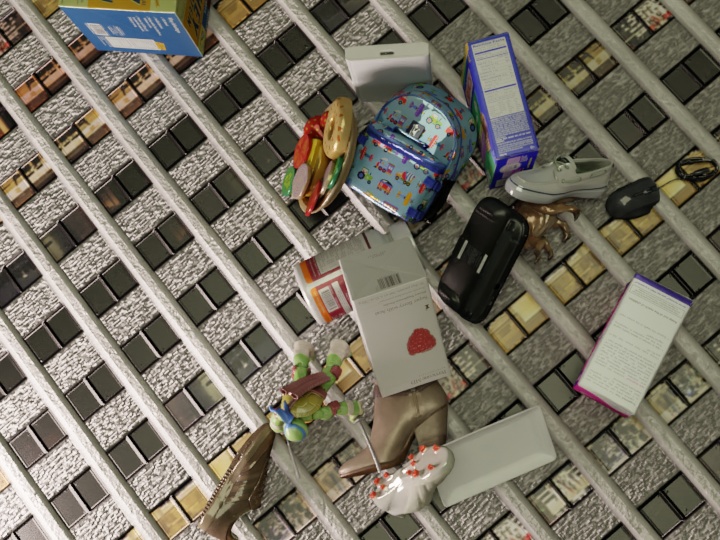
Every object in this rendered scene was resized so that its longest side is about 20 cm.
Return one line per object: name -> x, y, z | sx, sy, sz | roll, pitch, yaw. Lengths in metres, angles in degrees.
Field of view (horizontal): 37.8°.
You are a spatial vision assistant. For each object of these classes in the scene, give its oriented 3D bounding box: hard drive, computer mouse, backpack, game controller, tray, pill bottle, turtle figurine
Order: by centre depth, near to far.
tray -> 0.206, 0.291, 1.670 | 0.199, 0.022, 0.108 | -23, 110, -3
turtle figurine -> -0.069, 0.219, 1.688 | 0.200, 0.144, 0.195 | 36, 44, -25
game controller -> 0.194, -0.016, 1.694 | 0.104, 0.042, 0.201 | 43, 119, 36
backpack -> 0.086, -0.198, 1.709 | 0.182, 0.134, 0.201 | 36, 107, 11
pill bottle -> 0.000, 0.000, 1.721 | 0.199, 0.110, 0.110 | -25, 78, 1
hard drive -> 0.051, -0.323, 1.726 | 0.131, 0.200, 0.027 | -2, 80, 6
computer mouse -> 0.497, -0.139, 1.732 | 0.199, 0.034, 0.059 | -26, 78, 1

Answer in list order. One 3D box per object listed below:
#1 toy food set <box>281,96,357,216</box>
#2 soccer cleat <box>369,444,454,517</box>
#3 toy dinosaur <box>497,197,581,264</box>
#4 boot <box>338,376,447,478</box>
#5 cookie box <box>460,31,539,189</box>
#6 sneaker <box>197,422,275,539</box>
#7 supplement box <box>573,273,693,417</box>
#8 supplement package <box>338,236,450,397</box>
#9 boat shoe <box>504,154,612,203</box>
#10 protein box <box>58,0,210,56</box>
toy food set -> -0.064, -0.186, 1.727 | 0.048, 0.200, 0.200 | 16, 91, -25
soccer cleat -> 0.093, 0.328, 1.630 | 0.077, 0.200, 0.070 | 35, 47, -14
toy dinosaur -> 0.275, -0.087, 1.725 | 0.135, 0.086, 0.200 | 41, 81, 18
boot -> 0.047, 0.241, 1.698 | 0.198, 0.070, 0.147 | -14, 77, -2
cookie box -> 0.224, -0.256, 1.713 | 0.075, 0.171, 0.202 | -13, 78, 0
sneaker -> -0.183, 0.346, 1.713 | 0.075, 0.070, 0.201 | 34, 87, -10
supplement box -> 0.427, 0.120, 1.659 | 0.103, 0.101, 0.201 | 27, 83, 10
supplement package -> 0.055, 0.074, 1.643 | 0.120, 0.201, 0.120 | -18, 35, -2
boat shoe -> 0.320, -0.156, 1.692 | 0.199, 0.067, 0.074 | -7, 39, -33
protein box -> -0.378, -0.468, 1.798 | 0.198, 0.199, 0.136 | 4, 81, 6
